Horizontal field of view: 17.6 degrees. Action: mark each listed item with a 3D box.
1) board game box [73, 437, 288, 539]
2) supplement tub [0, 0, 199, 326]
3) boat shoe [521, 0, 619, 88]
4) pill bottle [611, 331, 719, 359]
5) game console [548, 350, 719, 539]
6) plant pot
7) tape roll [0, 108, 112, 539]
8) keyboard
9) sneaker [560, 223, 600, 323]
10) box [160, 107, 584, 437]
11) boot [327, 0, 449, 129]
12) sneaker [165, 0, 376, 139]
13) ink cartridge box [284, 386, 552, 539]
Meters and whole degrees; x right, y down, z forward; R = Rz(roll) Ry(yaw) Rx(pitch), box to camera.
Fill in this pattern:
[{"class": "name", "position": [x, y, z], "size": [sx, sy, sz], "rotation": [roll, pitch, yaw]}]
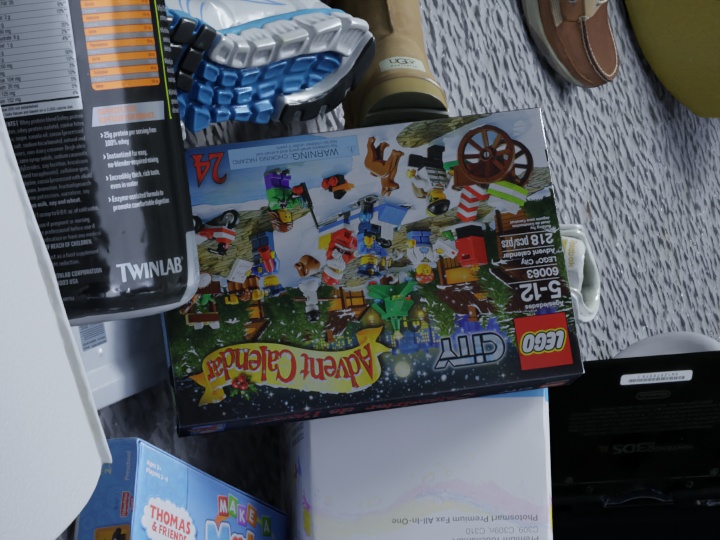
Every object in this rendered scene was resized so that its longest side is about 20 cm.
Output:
[{"class": "board game box", "position": [-0.089, 0.196, 1.105], "size": [0.151, 0.037, 0.200], "rotation": [37, 53, -57]}, {"class": "supplement tub", "position": [-0.138, -0.077, 0.965], "size": [0.123, 0.122, 0.200], "rotation": [-12, 95, -64]}, {"class": "boat shoe", "position": [0.152, -0.213, 1.640], "size": [0.200, 0.072, 0.076], "rotation": [63, 33, -37]}, {"class": "pill bottle", "position": [0.252, 0.149, 1.720], "size": [0.200, 0.116, 0.116], "rotation": [60, 35, -40]}, {"class": "game console", "position": [0.203, 0.155, 1.522], "size": [0.116, 0.200, 0.176], "rotation": [58, 35, -43]}, {"class": "plant pot", "position": [0.323, -0.233, 1.877], "size": [0.194, 0.195, 0.200], "rotation": [-63, 148, -48]}, {"class": "tape roll", "position": [-0.196, 0.028, 0.736], "size": [0.203, 0.203, 0.139], "rotation": [-46, 124, -58]}, {"class": "keyboard", "position": [-0.126, 0.037, 1.096], "size": [0.200, 0.011, 0.056], "rotation": [-23, 100, -63]}, {"class": "sneaker", "position": [0.075, -0.019, 1.397], "size": [0.200, 0.116, 0.074], "rotation": [36, 55, -54]}, {"class": "box", "position": [0.000, 0.000, 1.140], "size": [0.038, 0.200, 0.137], "rotation": [115, -34, -76]}, {"class": "boot", "position": [0.012, -0.089, 1.301], "size": [0.200, 0.066, 0.175], "rotation": [-99, -162, -52]}, {"class": "sneaker", "position": [-0.090, -0.113, 1.147], "size": [0.200, 0.087, 0.075], "rotation": [-7, 132, -48]}, {"class": "ink cartridge box", "position": [0.027, 0.134, 1.202], "size": [0.129, 0.125, 0.200], "rotation": [123, -34, -78]}]
